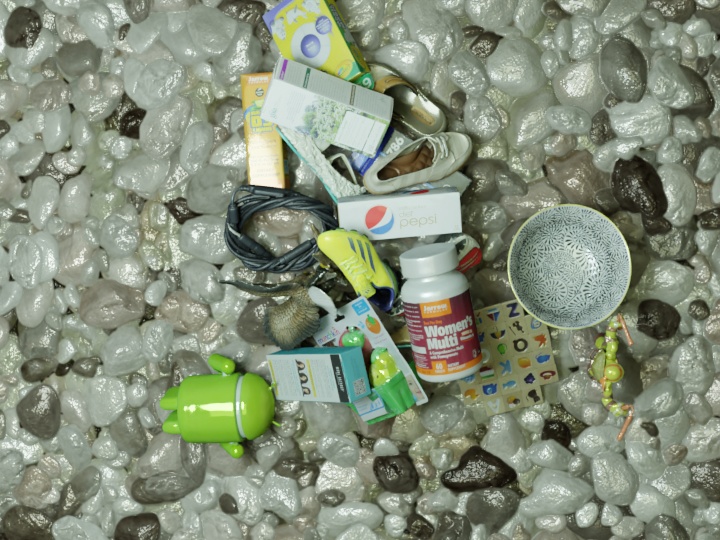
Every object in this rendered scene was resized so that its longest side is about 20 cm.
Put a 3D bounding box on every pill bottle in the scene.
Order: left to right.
[{"bbox_3d":[0.124,0.065,1.572,0.109,0.110,0.201,-11,103,6],"label":"pill bottle"}]

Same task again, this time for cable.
[{"bbox_3d":[-0.129,-0.062,1.669,0.199,0.051,0.164,7,121,-6],"label":"cable"}]

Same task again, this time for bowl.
[{"bbox_3d":[0.331,-0.001,1.624,0.199,0.094,0.202,0,83,-2],"label":"bowl"}]

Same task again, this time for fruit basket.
[{"bbox_3d":[0.005,0.155,1.646,0.200,0.094,0.185,53,142,-6],"label":"fruit basket"}]

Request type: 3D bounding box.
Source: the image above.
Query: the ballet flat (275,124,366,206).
[{"bbox_3d":[-0.062,-0.185,1.657,0.072,0.072,0.200,-36,115,7],"label":"ballet flat"}]

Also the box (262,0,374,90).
[{"bbox_3d":[-0.068,-0.363,1.649,0.117,0.048,0.201,-29,89,26],"label":"box"}]

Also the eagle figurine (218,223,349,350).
[{"bbox_3d":[-0.116,0.040,1.649,0.199,0.151,0.152,-29,76,11],"label":"eagle figurine"}]

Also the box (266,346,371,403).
[{"bbox_3d":[-0.072,0.171,1.649,0.199,0.049,0.083,-6,99,48],"label":"box"}]

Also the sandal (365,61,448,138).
[{"bbox_3d":[0.058,-0.286,1.657,0.199,0.054,0.081,33,97,7],"label":"sandal"}]

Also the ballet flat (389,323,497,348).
[{"bbox_3d":[0.135,0.098,1.680,0.198,0.069,0.064,-2,86,-3],"label":"ballet flat"}]

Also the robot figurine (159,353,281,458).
[{"bbox_3d":[-0.237,0.234,1.698,0.198,0.116,0.177,-4,100,6],"label":"robot figurine"}]

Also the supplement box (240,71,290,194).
[{"bbox_3d":[-0.161,-0.231,1.679,0.066,0.069,0.202,-5,92,4],"label":"supplement box"}]

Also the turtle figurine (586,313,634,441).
[{"bbox_3d":[0.397,0.163,1.605,0.064,0.161,0.202,-3,95,6],"label":"turtle figurine"}]

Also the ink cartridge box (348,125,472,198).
[{"bbox_3d":[0.080,-0.165,1.674,0.199,0.039,0.100,33,98,3],"label":"ink cartridge box"}]

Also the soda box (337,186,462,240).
[{"bbox_3d":[0.063,-0.091,1.622,0.198,0.064,0.069,-5,104,1],"label":"soda box"}]

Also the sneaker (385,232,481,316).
[{"bbox_3d":[0.123,0.019,1.669,0.200,0.085,0.077,-39,47,22],"label":"sneaker"}]

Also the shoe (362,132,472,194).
[{"bbox_3d":[0.100,-0.176,1.613,0.199,0.053,0.070,-25,81,-16],"label":"shoe"}]

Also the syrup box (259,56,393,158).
[{"bbox_3d":[-0.054,-0.262,1.602,0.199,0.082,0.079,19,129,-9],"label":"syrup box"}]

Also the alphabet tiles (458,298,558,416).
[{"bbox_3d":[0.239,0.147,1.663,0.165,0.006,0.201,-16,112,2],"label":"alphabet tiles"}]

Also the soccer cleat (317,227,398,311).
[{"bbox_3d":[0.001,0.000,1.594,0.064,0.200,0.084,-16,56,29],"label":"soccer cleat"}]
